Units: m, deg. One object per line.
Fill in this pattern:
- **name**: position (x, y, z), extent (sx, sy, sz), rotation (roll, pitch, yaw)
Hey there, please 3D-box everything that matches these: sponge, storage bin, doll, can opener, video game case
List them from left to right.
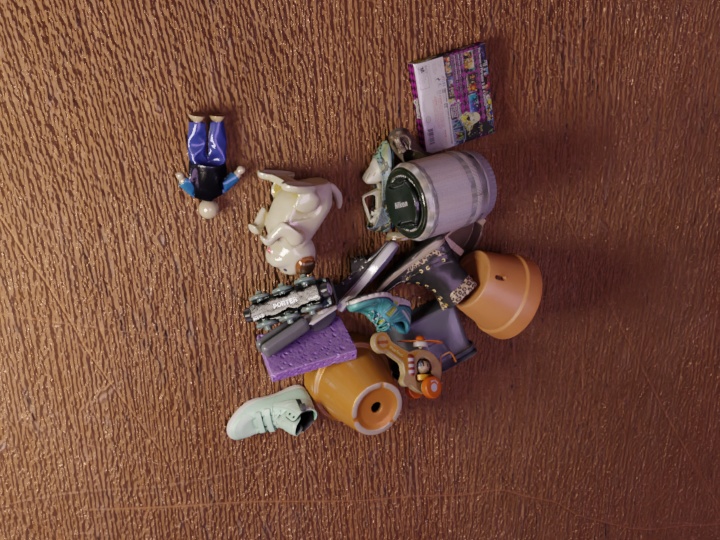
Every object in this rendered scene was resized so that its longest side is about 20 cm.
- **doll**: position (-0.289, -0.198, 1.516), extent (0.135, 0.048, 0.203), rotation (-4, 110, -25)
- **can opener**: position (-0.129, 0.125, 1.677), extent (0.199, 0.052, 0.067), rotation (-30, 120, -25)
- **sponge**: position (-0.117, 0.166, 1.702), extent (0.197, 0.112, 0.030), rotation (-13, 138, -22)
- **storage bin**: position (0.158, 0.160, 1.832), extent (0.198, 0.145, 0.136), rotation (-25, 108, -17)
- **video game case**: position (0.200, -0.373, 1.706), extent (0.179, 0.036, 0.202), rotation (-21, 117, -17)

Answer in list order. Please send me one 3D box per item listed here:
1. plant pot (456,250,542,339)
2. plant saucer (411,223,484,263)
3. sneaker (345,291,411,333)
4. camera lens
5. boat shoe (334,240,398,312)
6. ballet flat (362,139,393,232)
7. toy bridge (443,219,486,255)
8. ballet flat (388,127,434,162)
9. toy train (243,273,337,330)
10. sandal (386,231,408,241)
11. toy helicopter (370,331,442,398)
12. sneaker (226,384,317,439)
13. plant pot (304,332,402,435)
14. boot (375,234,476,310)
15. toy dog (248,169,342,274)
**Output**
- **plant pot**: position (0.301, 0.043, 1.817), extent (0.139, 0.200, 0.202), rotation (21, 98, -29)
- **plant saucer**: position (0.198, -0.104, 1.810), extent (0.197, 0.029, 0.203), rotation (-9, 112, -23)
- **sneaker**: position (0.048, 0.092, 1.698), extent (0.199, 0.077, 0.081), rotation (15, 66, -46)
- **camera lens**: position (0.162, -0.158, 1.626), extent (0.198, 0.159, 0.162), rotation (-18, 116, -29)
- **boat shoe**: position (0.000, 0.000, 1.708), extent (0.066, 0.070, 0.200), rotation (44, 112, 7)
- **ballet flat**: position (0.036, -0.176, 1.680), extent (0.073, 0.074, 0.203), rotation (-11, 111, -23)
- **toy bridge**: position (0.208, -0.059, 1.799), extent (0.067, 0.027, 0.201), rotation (34, 92, -31)
- **ballet flat**: position (0.120, -0.237, 1.674), extent (0.067, 0.047, 0.200), rotation (-27, 148, 17)
- **toy train**: position (-0.141, 0.067, 1.624), extent (0.198, 0.114, 0.086), rotation (-19, 82, 16)
- **sandal**: position (0.146, -0.106, 1.732), extent (0.197, 0.080, 0.055), rotation (-14, 93, -17)
- **toy helicopter**: position (0.104, 0.186, 1.715), extent (0.199, 0.079, 0.134), rotation (35, 64, -25)
- **sneaker**: position (-0.192, 0.329, 1.720), extent (0.198, 0.118, 0.075), rotation (-25, 120, -15)
- **plant pot**: position (-0.002, 0.268, 1.755), extent (0.198, 0.183, 0.203), rotation (-9, 113, -23)
- **boot**: position (0.147, 0.028, 1.757), extent (0.199, 0.073, 0.151), rotation (-39, 101, 15)
- **toy dog**: position (-0.136, -0.092, 1.599), extent (0.192, 0.139, 0.203), rotation (-6, 114, -45)
